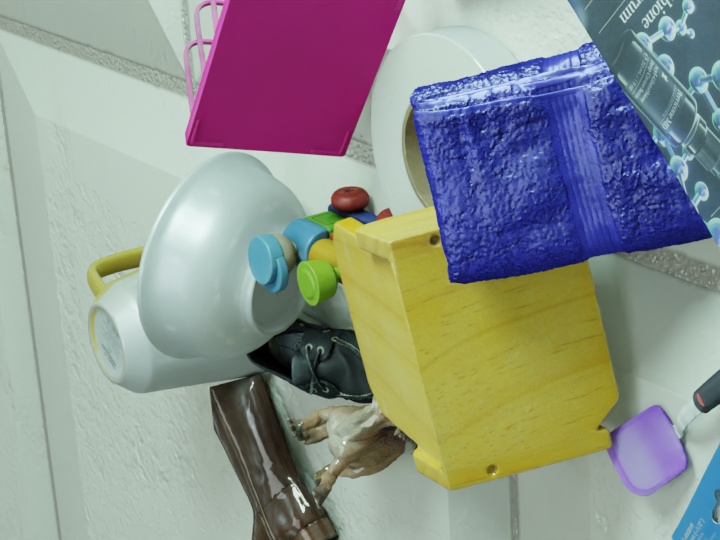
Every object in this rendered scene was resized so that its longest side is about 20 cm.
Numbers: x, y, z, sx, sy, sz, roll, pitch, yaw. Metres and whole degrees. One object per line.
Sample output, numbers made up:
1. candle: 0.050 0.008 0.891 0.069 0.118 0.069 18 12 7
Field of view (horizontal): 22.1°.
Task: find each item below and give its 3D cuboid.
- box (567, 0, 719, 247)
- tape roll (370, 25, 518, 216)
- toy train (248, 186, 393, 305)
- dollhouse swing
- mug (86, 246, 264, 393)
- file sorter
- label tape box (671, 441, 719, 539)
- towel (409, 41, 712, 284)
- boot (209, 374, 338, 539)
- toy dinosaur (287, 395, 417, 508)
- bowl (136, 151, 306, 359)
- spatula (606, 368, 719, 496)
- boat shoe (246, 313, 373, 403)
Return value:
1. box: 0.239 -0.141 1.106 0.200 0.107 0.149 61 146 19
2. tape roll: 0.078 -0.093 1.457 0.203 0.037 0.203 32 131 47
3. toy train: 0.000 0.000 1.548 0.200 0.115 0.085 27 127 51
4. dollhouse swing: 0.084 0.037 1.428 0.176 0.181 0.201 -102 -3 -74
5. mug: -0.195 0.053 1.852 0.186 0.153 0.150 -2 103 59
6. file sorter: -0.062 -0.210 1.508 0.200 0.139 0.126 113 153 -46
7. label tape box: 0.277 0.222 1.258 0.200 0.066 0.144 50 142 31
8. towel: 0.137 -0.075 1.257 0.199 0.050 0.148 -12 95 22
9. boot: -0.114 0.220 1.885 0.186 0.064 0.200 -44 69 42
10. toy dinosaur: 0.013 0.145 1.626 0.200 0.135 0.086 80 169 -83
11. bowl: -0.103 0.000 1.666 0.090 0.201 0.202 22 124 30
12. spatula: 0.236 0.100 1.307 0.057 0.021 0.200 66 148 21
13. boat shoe: -0.042 0.084 1.703 0.199 0.066 0.075 25 125 51
